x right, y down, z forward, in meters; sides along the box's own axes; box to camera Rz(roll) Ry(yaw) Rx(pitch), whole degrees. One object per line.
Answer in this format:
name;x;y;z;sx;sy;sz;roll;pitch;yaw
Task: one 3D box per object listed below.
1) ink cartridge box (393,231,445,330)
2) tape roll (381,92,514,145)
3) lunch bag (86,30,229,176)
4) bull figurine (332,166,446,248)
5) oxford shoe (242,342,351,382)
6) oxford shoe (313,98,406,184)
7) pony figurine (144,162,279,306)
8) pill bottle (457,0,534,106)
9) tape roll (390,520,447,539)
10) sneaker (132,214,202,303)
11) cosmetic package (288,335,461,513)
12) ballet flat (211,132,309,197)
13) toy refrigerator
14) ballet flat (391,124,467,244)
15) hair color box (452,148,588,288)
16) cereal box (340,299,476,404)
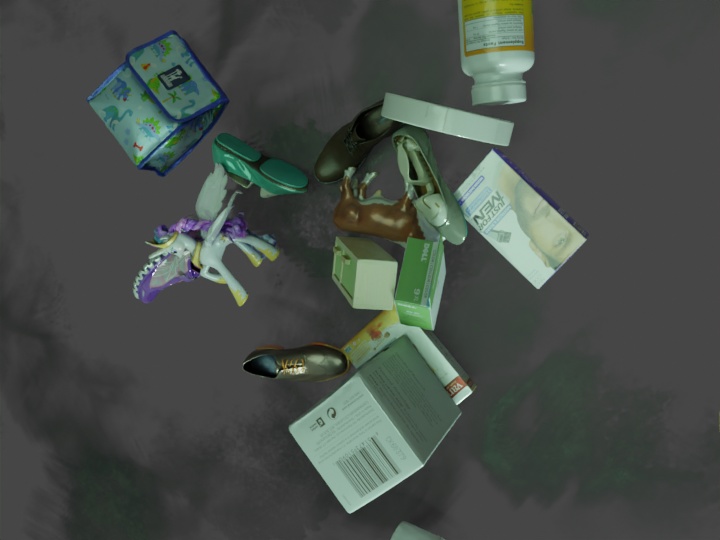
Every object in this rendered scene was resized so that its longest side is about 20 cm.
ink cartridge box;0.092;0.016;1.209;0.059;0.200;0.105;11;75;10
tape roll;0.129;-0.226;1.171;0.201;0.203;0.037;18;104;17
lunch bag;-0.350;-0.296;1.385;0.200;0.127;0.171;-40;82;8
bull figurine;0.049;-0.098;1.295;0.198;0.065;0.123;11;96;13
oxford shoe;-0.114;0.170;1.390;0.198;0.073;0.072;-5;96;20
oxford shoe;-0.011;-0.216;1.288;0.200;0.084;0.073;-41;85;22
pony figurine;-0.242;-0.060;1.346;0.199;0.167;0.194;33;100;-29
pill bottle;0.203;-0.353;1.173;0.110;0.111;0.203;-1;98;20
tape roll;0.098;0.539;1.301;0.138;0.202;0.205;19;104;17
sneaker;-0.340;-0.005;1.447;0.088;0.080;0.200;42;109;1
cosmetic package;0.028;0.236;1.239;0.165;0.200;0.166;-39;85;26
ballet flat;-0.176;-0.169;1.374;0.199;0.067;0.071;29;131;14
toy refrigerator;0.000;0.000;1.251;0.069;0.200;0.077;4;102;-11
ballet flat;0.100;-0.127;1.215;0.067;0.063;0.202;-24;88;51
hair color box;0.245;-0.082;1.226;0.200;0.065;0.109;44;109;7
cereal box;0.080;0.165;1.335;0.144;0.039;0.200;-43;83;22
